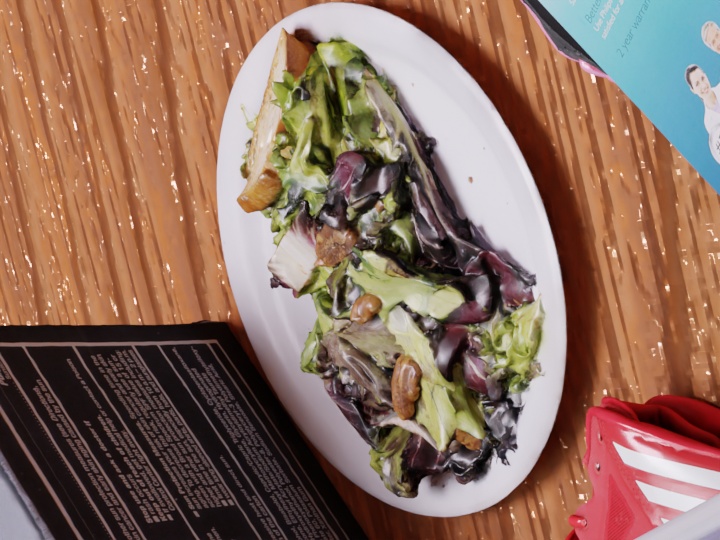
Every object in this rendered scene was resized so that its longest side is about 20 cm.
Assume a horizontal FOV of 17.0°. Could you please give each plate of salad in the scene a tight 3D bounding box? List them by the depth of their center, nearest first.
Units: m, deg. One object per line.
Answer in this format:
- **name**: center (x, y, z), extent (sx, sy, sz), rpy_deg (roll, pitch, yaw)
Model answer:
- **plate of salad**: center (0.000, 0.000, 0.907), extent (0.200, 0.048, 0.201), rpy_deg (23, 122, 44)

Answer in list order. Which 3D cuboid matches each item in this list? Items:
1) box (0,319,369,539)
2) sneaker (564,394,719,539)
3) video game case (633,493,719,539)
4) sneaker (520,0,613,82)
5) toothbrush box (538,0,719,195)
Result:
- **box**: center (-0.096, 0.130, 0.933), extent (0.123, 0.198, 0.200), rpy_deg (-44, 68, 22)
- **sneaker**: center (0.087, 0.105, 0.837), extent (0.200, 0.078, 0.116), rpy_deg (-20, 81, 41)
- **video game case**: center (0.171, 0.126, 0.659), extent (0.199, 0.023, 0.183), rpy_deg (-29, 78, 7)
- **sneaker**: center (0.089, -0.086, 0.755), extent (0.200, 0.079, 0.096), rpy_deg (53, 161, 23)
- **toothbrush box**: center (0.101, -0.126, 0.647), extent (0.200, 0.146, 0.085), rpy_deg (51, 138, 27)
